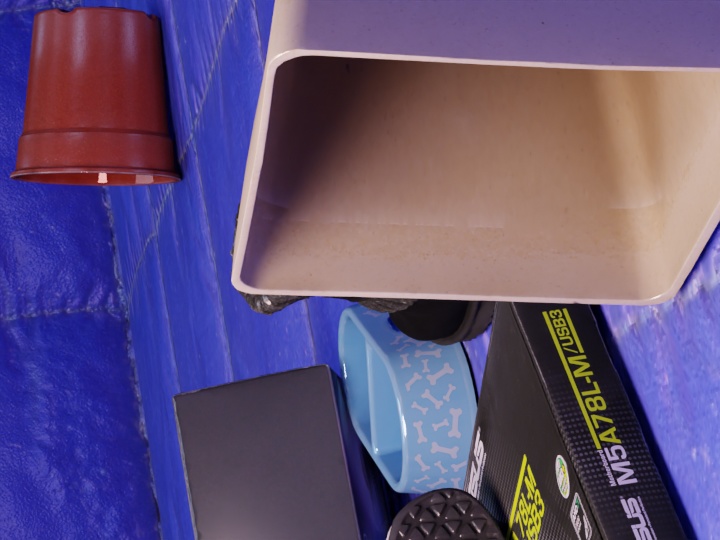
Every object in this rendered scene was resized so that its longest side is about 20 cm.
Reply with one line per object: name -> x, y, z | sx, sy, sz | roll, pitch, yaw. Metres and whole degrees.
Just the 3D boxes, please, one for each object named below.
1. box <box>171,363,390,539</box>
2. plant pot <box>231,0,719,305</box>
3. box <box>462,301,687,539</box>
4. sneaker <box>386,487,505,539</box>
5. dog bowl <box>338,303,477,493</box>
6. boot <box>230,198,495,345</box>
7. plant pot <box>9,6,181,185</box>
box -> -0.045, 0.187, 1.558 | 0.198, 0.123, 0.200 | 51, -153, -77
plant pot -> 0.052, -0.109, 0.909 | 0.200, 0.200, 0.177 | 106, 165, -62
box -> 0.106, 0.131, 1.107 | 0.200, 0.047, 0.193 | 96, 159, -49
sneaker -> 0.055, 0.217, 1.130 | 0.083, 0.072, 0.200 | 103, 154, -68
dog bowl -> 0.029, 0.081, 1.427 | 0.200, 0.050, 0.112 | -130, 34, -67
boot -> 0.000, -0.003, 1.249 | 0.211, 0.158, 0.080 | 119, 142, -70
plant pot -> -0.310, -0.204, 2.524 | 0.201, 0.201, 0.195 | 173, 98, -78
